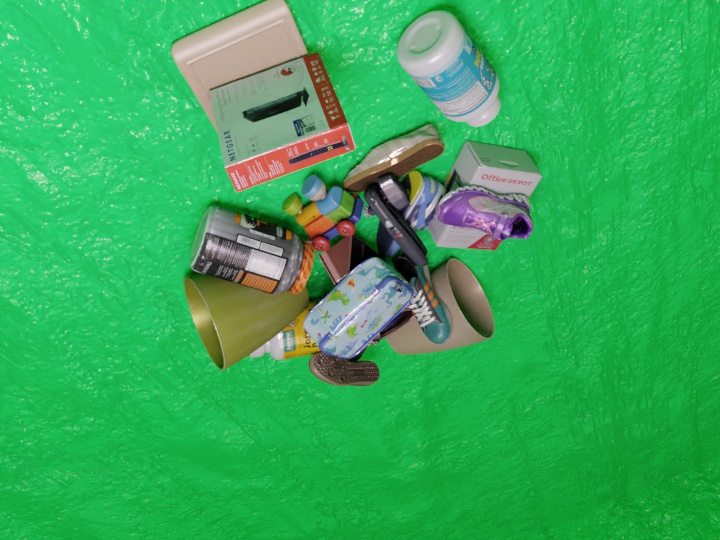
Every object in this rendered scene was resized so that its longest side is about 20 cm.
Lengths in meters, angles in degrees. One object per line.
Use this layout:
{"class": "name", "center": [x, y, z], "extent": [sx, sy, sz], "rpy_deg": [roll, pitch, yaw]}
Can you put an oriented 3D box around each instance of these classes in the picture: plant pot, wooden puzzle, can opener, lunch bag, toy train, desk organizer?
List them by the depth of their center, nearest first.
{"class": "wooden puzzle", "center": [-0.167, -0.302, 1.225], "extent": [0.185, 0.037, 0.200], "rpy_deg": [-23, 135, 3]}
{"class": "can opener", "center": [0.069, -0.081, 1.446], "extent": [0.079, 0.063, 0.200], "rpy_deg": [-16, 124, 28]}
{"class": "toy train", "center": [-0.098, -0.095, 1.455], "extent": [0.116, 0.085, 0.200], "rpy_deg": [36, 136, -27]}
{"class": "lunch bag", "center": [0.002, 0.074, 1.488], "extent": [0.200, 0.082, 0.161], "rpy_deg": [-44, 155, 5]}
{"class": "plant pot", "center": [-0.206, 0.066, 1.515], "extent": [0.200, 0.187, 0.187], "rpy_deg": [-22, 142, -22]}
{"class": "desk organizer", "center": [0.000, 0.000, 1.547], "extent": [0.077, 0.072, 0.200], "rpy_deg": [-34, 158, 9]}
{"class": "plant pot", "center": [0.155, 0.101, 1.705], "extent": [0.200, 0.188, 0.187], "rpy_deg": [-29, 140, 26]}

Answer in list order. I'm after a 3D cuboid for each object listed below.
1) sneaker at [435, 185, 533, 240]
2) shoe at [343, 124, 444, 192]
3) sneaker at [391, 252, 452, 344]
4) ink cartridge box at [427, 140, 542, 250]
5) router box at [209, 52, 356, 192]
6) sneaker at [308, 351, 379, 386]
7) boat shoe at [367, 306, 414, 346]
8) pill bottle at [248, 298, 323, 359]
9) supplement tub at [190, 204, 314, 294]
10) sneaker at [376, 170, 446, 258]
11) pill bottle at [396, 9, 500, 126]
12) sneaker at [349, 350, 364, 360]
{"class": "sneaker", "center": [0.235, -0.096, 1.448], "extent": [0.200, 0.089, 0.081], "rpy_deg": [3, 134, -22]}
{"class": "shoe", "center": [0.056, -0.198, 1.419], "extent": [0.200, 0.053, 0.070], "rpy_deg": [-24, 156, 20]}
{"class": "sneaker", "center": [0.114, 0.056, 1.583], "extent": [0.071, 0.200, 0.080], "rpy_deg": [-33, 160, 30]}
{"class": "ink cartridge box", "center": [0.233, -0.139, 1.530], "extent": [0.147, 0.086, 0.200], "rpy_deg": [4, 132, -26]}
{"class": "router box", "center": [-0.117, -0.219, 1.152], "extent": [0.179, 0.200, 0.049], "rpy_deg": [-20, 136, 0]}
{"class": "sneaker", "center": [-0.048, 0.219, 1.674], "extent": [0.075, 0.071, 0.200], "rpy_deg": [-23, 151, 38]}
{"class": "boat shoe", "center": [0.023, 0.116, 1.608], "extent": [0.200, 0.059, 0.072], "rpy_deg": [-30, 130, -26]}
{"class": "pill bottle", "center": [-0.136, 0.122, 1.635], "extent": [0.200, 0.113, 0.113], "rpy_deg": [-8, 138, -15]}
{"class": "supplement tub", "center": [-0.190, -0.031, 1.407], "extent": [0.200, 0.123, 0.123], "rpy_deg": [18, 127, -19]}
{"class": "sneaker", "center": [0.096, -0.098, 1.527], "extent": [0.082, 0.074, 0.200], "rpy_deg": [6, 133, -31]}
{"class": "pill bottle", "center": [0.153, -0.316, 1.284], "extent": [0.111, 0.111, 0.200], "rpy_deg": [-36, 138, 16]}
{"class": "sneaker", "center": [-0.018, 0.160, 1.768], "extent": [0.200, 0.070, 0.076], "rpy_deg": [-49, 159, 25]}
